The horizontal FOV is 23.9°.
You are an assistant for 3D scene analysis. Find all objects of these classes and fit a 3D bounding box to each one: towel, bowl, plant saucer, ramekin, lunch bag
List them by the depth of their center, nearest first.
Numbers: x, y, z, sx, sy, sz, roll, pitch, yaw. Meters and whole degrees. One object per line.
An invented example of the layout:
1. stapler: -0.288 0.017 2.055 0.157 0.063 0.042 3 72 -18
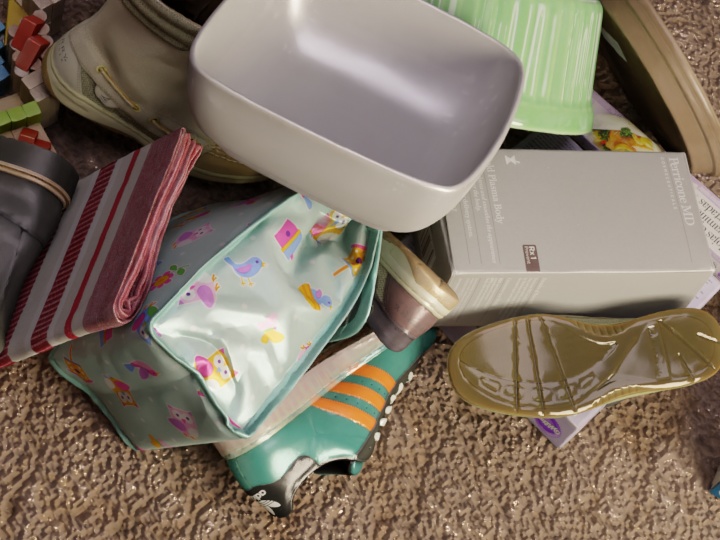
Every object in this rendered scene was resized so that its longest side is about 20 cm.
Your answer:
1. bowl: -0.005 -0.109 1.101 0.199 0.075 0.200 25 39 5
2. towel: -0.188 -0.006 1.125 0.023 0.199 0.145 36 55 -29
3. lunch bag: -0.085 0.017 1.136 0.122 0.170 0.200 51 58 -16
4. ramekin: 0.084 -0.170 1.261 0.198 0.200 0.098 9 102 -11
5. plant saucer: 0.223 -0.154 1.318 0.029 0.200 0.201 -31 73 4

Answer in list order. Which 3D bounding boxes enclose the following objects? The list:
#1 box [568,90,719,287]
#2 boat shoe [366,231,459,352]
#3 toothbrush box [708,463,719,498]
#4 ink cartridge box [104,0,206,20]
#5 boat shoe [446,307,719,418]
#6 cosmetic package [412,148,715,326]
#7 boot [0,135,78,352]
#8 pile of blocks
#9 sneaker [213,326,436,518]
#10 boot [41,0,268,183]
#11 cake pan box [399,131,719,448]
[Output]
1. box: 0.235 -0.061 1.324 0.039 0.042 0.200 -39 69 -17
2. boat shoe: 0.000 0.000 1.190 0.065 0.200 0.072 -47 121 -2
3. toothbrush box: 0.382 0.145 1.257 0.199 0.085 0.147 33 60 1
4. ink cartridge box: -0.099 -0.211 1.239 0.163 0.200 0.076 4 61 -14
5. boat shoe: 0.155 0.064 1.205 0.199 0.063 0.074 -9 83 -12
6. cosmetic package: 0.142 -0.023 1.221 0.198 0.090 0.107 -3 61 -13
7. boot: -0.304 -0.028 1.144 0.199 0.078 0.139 8 65 19
8. pile of blocks: -0.255 -0.140 1.242 0.081 0.062 0.201 1 63 -15
9. sneaker: -0.013 0.098 1.190 0.200 0.071 0.080 -33 96 -33
10. boot: -0.107 -0.142 1.210 0.199 0.154 0.073 24 53 -26
11. cake pan box: 0.149 0.008 1.284 0.200 0.052 0.184 44 63 9
